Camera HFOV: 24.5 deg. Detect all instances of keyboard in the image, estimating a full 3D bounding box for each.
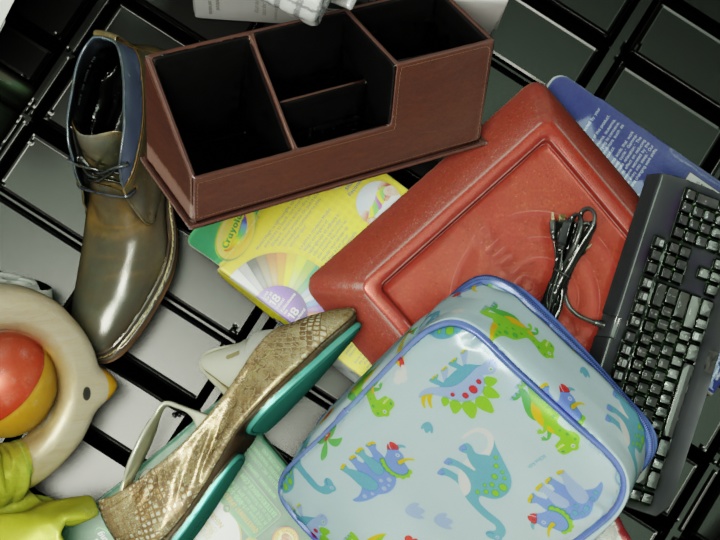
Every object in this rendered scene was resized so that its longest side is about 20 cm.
[{"bbox_3d":[0.159,0.037,1.002,0.127,0.021,0.200,19,84,-8],"label":"keyboard"}]

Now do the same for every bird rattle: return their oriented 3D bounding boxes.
[{"bbox_3d":[-0.233,0.079,0.970,0.200,0.113,0.163,47,72,-24],"label":"bird rattle"}]

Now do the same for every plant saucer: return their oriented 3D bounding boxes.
[{"bbox_3d":[0.105,0.017,1.022,0.200,0.037,0.200,-41,94,-8],"label":"plant saucer"}]

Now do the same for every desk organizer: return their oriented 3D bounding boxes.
[{"bbox_3d":[-0.024,-0.099,0.974,0.200,0.077,0.072,-17,46,-24],"label":"desk organizer"}]

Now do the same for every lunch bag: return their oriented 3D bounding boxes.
[{"bbox_3d":[0.061,0.115,0.963,0.161,0.082,0.200,43,124,1],"label":"lunch bag"}]

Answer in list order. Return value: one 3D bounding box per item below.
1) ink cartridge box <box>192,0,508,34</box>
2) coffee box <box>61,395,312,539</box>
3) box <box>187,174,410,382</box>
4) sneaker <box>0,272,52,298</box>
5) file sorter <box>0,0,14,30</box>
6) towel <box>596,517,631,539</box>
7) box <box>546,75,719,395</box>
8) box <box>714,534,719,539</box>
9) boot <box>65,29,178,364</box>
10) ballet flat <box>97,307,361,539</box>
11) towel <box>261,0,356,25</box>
[{"bbox_3d":[-0.004,-0.234,1.059,0.200,0.084,0.145,3,83,-4],"label":"ink cartridge box"},{"bbox_3d":[-0.121,0.185,1.028,0.200,0.044,0.123,-41,88,-7],"label":"coffee box"},{"bbox_3d":[0.000,0.000,1.055,0.200,0.048,0.117,38,83,-2],"label":"box"},{"bbox_3d":[-0.288,0.079,1.021,0.200,0.081,0.147,-4,101,-15],"label":"sneaker"},{"bbox_3d":[-0.263,-0.202,0.964,0.124,0.200,0.139,28,83,-23],"label":"file sorter"},{"bbox_3d":[0.098,0.239,1.050,0.200,0.023,0.144,-28,88,-6],"label":"towel"},{"bbox_3d":[0.175,-0.024,1.076,0.200,0.032,0.121,35,83,-2],"label":"box"},{"bbox_3d":[0.345,0.197,1.060,0.200,0.044,0.160,44,82,1],"label":"box"},{"bbox_3d":[-0.158,-0.048,1.015,0.075,0.097,0.200,7,77,28],"label":"boot"},{"bbox_3d":[-0.084,0.086,0.984,0.065,0.071,0.200,39,84,11],"label":"ballet flat"},{"bbox_3d":[-0.043,-0.254,0.901,0.166,0.086,0.200,25,110,2],"label":"towel"}]
